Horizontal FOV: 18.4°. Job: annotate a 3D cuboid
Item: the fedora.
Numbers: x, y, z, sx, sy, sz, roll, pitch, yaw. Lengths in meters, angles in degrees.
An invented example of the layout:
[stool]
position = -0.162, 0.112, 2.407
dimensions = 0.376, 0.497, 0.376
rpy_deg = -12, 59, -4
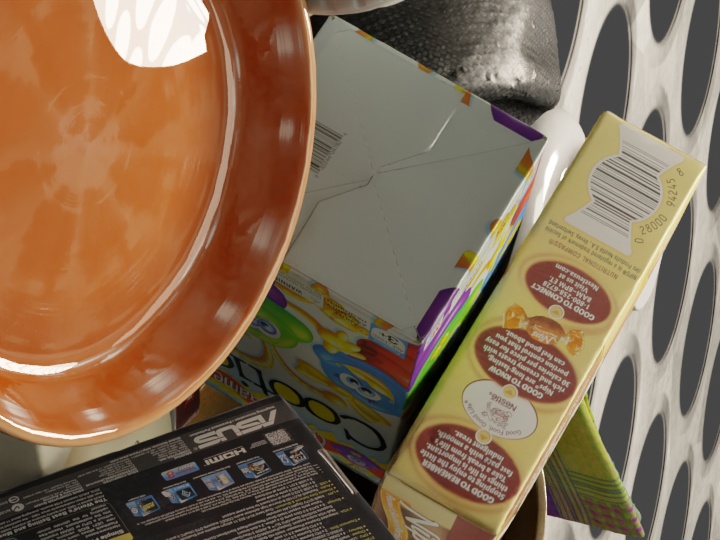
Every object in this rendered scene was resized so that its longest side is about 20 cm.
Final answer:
[fedora]
position = 0.027, -0.099, 1.029
dimensions = 0.092, 0.201, 0.201
rpy_deg = 66, 9, 18

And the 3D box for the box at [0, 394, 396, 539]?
[box]
position = -0.079, 0.129, 0.735
dimensions = 0.200, 0.161, 0.049
rpy_deg = -18, 127, -22

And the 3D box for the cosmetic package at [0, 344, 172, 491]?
[cosmetic package]
position = -0.124, 0.081, 0.862
dimensions = 0.104, 0.073, 0.200
rpy_deg = -58, 153, -48

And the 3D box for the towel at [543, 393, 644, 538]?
[towel]
position = 0.047, 0.069, 1.153
dimensions = 0.023, 0.200, 0.144
rpy_deg = -53, 134, -29

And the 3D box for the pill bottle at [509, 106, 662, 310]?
[pill bottle]
position = 0.052, -0.035, 1.136
dimensions = 0.111, 0.200, 0.111
rpy_deg = 10, 90, -73

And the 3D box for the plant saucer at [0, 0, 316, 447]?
[plant saucer]
position = -0.088, -0.041, 0.741
dimensions = 0.200, 0.032, 0.200
rpy_deg = -23, 120, -48

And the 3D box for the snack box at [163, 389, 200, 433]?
[snack box]
position = -0.101, -0.033, 0.869
dimensions = 0.024, 0.072, 0.200
rpy_deg = -46, 142, -53

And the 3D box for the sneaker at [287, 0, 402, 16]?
[sneaker]
position = -0.021, -0.131, 0.850
dimensions = 0.099, 0.200, 0.078
rpy_deg = -13, 97, -52

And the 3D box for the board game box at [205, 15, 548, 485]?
[board game box]
position = 0.000, 0.000, 0.944
dimensions = 0.105, 0.103, 0.200
rpy_deg = -57, 172, -20

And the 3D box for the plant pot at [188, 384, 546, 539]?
[plant pot]
position = -0.005, 0.138, 1.136
dimensions = 0.200, 0.186, 0.186
rpy_deg = 89, 16, -72

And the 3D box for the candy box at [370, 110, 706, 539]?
[candy box]
position = 0.072, 0.041, 0.961
dimensions = 0.200, 0.055, 0.115
rpy_deg = -57, 172, -26
